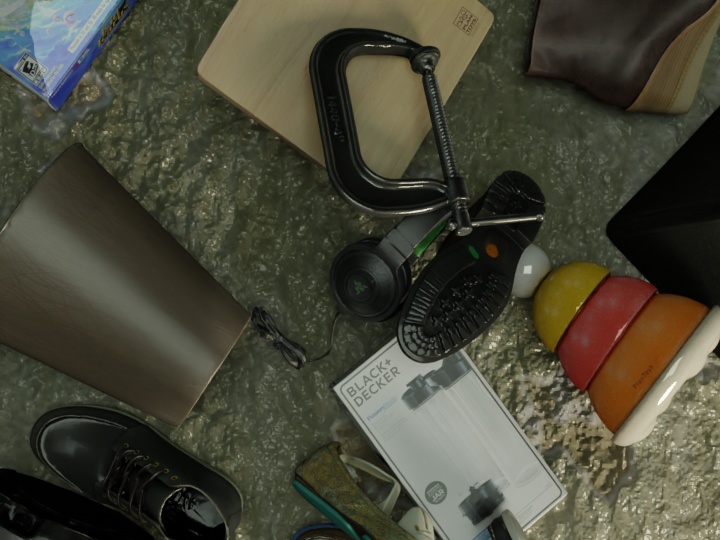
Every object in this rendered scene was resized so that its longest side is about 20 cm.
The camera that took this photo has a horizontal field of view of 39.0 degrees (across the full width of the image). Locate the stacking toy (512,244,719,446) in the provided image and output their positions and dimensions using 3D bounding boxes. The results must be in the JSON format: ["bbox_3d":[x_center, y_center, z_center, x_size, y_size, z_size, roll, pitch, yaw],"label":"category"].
[{"bbox_3d":[0.203,0.039,0.893,0.199,0.146,0.147,40,84,16],"label":"stacking toy"}]

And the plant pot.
[{"bbox_3d":[0.367,-0.040,0.871,0.199,0.177,0.200,-44,91,-6],"label":"plant pot"}]

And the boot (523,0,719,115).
[{"bbox_3d":[0.247,-0.252,0.929,0.163,0.072,0.204,16,88,-5],"label":"boot"}]

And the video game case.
[{"bbox_3d":[-0.288,-0.280,0.906,0.180,0.045,0.202,35,84,0],"label":"video game case"}]

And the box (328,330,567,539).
[{"bbox_3d":[0.074,0.147,0.893,0.116,0.060,0.201,-35,89,-6],"label":"box"}]

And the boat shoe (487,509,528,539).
[{"bbox_3d":[0.135,0.287,0.855,0.059,0.074,0.202,-20,122,5],"label":"boat shoe"}]

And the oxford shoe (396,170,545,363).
[{"bbox_3d":[0.087,0.009,0.862,0.073,0.084,0.200,42,57,-2],"label":"oxford shoe"}]

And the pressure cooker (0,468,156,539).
[{"bbox_3d":[-0.270,0.278,0.801,0.176,0.176,0.203,23,81,1],"label":"pressure cooker"}]

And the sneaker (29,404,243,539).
[{"bbox_3d":[-0.189,0.168,0.848,0.197,0.106,0.076,23,84,-2],"label":"sneaker"}]

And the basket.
[{"bbox_3d":[-0.201,0.026,0.848,0.198,0.136,0.182,34,97,-5],"label":"basket"}]

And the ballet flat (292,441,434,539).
[{"bbox_3d":[0.020,0.209,0.841,0.071,0.071,0.199,-49,49,-6],"label":"ballet flat"}]

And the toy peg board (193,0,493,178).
[{"bbox_3d":[-0.021,-0.197,0.908,0.198,0.098,0.202,34,84,-17],"label":"toy peg board"}]

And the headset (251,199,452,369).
[{"bbox_3d":[0.000,0.000,0.871,0.094,0.123,0.200,43,91,6],"label":"headset"}]

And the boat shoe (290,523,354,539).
[{"bbox_3d":[0.028,0.278,0.873,0.197,0.072,0.073,25,85,-2],"label":"boat shoe"}]

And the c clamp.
[{"bbox_3d":[0.044,-0.115,0.835,0.168,0.027,0.204,-10,70,-18],"label":"c clamp"}]
